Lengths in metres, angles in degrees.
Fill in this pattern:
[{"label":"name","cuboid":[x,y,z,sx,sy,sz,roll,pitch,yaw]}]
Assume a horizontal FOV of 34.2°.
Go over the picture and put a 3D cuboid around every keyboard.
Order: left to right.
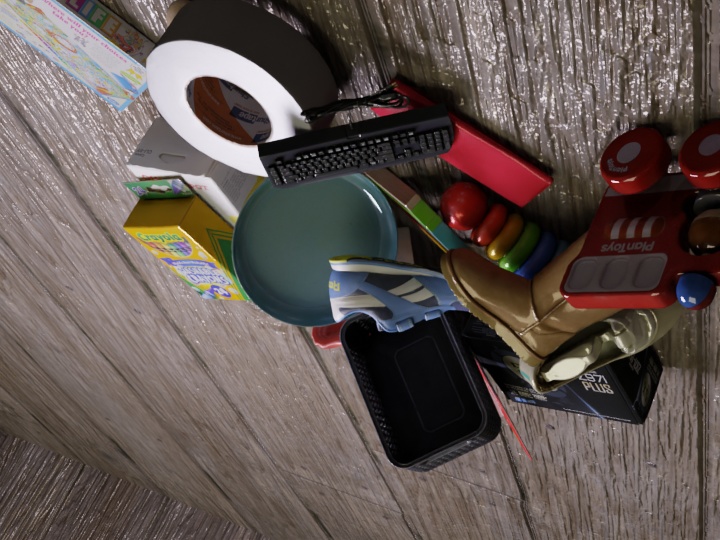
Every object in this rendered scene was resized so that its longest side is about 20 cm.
[{"label":"keyboard","cuboid":[-0.006,-0.134,1.181,0.198,0.021,0.127,-13,147,6]}]

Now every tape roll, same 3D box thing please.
[{"label":"tape roll","cuboid":[-0.125,-0.190,1.232,0.199,0.067,0.201,20,149,12]}]

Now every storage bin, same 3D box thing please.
[{"label":"storage bin","cuboid":[0.075,0.136,1.453,0.134,0.202,0.094,-26,162,11]}]

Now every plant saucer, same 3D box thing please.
[{"label":"plant saucer","cuboid":[-0.054,-0.032,1.379,0.200,0.201,0.027,37,-173,-21]}]

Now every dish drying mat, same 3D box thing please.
[{"label":"dish drying mat","cuboid":[0.106,-0.134,1.232,0.199,0.018,0.077,30,155,-8]}]

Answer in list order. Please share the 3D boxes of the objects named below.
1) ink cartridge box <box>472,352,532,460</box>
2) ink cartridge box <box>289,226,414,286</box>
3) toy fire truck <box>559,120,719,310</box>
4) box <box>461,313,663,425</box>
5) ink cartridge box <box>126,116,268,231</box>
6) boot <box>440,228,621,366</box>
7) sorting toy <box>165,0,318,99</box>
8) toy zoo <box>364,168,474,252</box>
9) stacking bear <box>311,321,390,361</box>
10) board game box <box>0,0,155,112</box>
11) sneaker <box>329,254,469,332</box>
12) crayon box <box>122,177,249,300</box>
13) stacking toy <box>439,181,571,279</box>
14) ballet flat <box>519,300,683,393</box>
[{"label":"ink cartridge box","cuboid":[0.157,0.157,1.594,0.200,0.044,0.177,58,-175,-49]},{"label":"ink cartridge box","cuboid":[0.000,0.000,1.484,0.198,0.069,0.115,-3,159,-11]},{"label":"toy fire truck","cuboid":[0.290,-0.035,1.057,0.199,0.169,0.112,0,145,45]},{"label":"box","cuboid":[0.254,0.103,1.464,0.199,0.087,0.164,7,148,37]},{"label":"ink cartridge box","cuboid":[-0.184,-0.100,1.512,0.144,0.084,0.200,11,152,33]},{"label":"boot","cuboid":[0.210,-0.009,1.233,0.175,0.066,0.200,41,120,-17]},{"label":"sorting toy","cuboid":[-0.122,-0.206,1.309,0.184,0.037,0.201,22,150,10]},{"label":"toy zoo","cuboid":[0.094,-0.041,1.347,0.200,0.020,0.131,43,-178,-31]},{"label":"stacking bear","cuboid":[0.040,0.098,1.647,0.121,0.115,0.200,13,163,35]},{"label":"board game box","cuboid":[-0.333,-0.278,1.374,0.199,0.034,0.134,37,154,-20]},{"label":"sneaker","cuboid":[0.057,0.033,1.361,0.198,0.083,0.074,9,-178,0]},{"label":"crayon box","cuboid":[-0.216,-0.036,1.506,0.125,0.052,0.200,1,145,45]},{"label":"stacking toy","cuboid":[0.172,-0.027,1.309,0.199,0.086,0.085,34,155,-6]},{"label":"ballet flat","cuboid":[0.271,0.080,1.302,0.199,0.070,0.070,-28,133,12]}]
